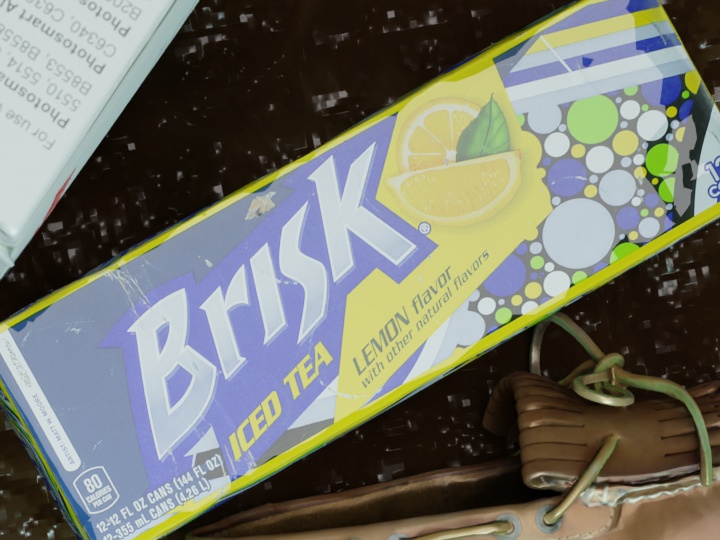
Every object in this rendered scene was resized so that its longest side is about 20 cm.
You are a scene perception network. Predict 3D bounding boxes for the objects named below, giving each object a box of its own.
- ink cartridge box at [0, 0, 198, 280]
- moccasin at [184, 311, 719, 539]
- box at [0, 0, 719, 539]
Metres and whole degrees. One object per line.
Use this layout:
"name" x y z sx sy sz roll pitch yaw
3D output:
"ink cartridge box" -0.067 -0.103 0.746 0.084 0.146 0.200 35 82 -5
"moccasin" 0.051 0.056 0.791 0.201 0.074 0.078 -20 98 1
"box" 0.000 0.000 0.788 0.200 0.064 0.070 -30 90 -9
